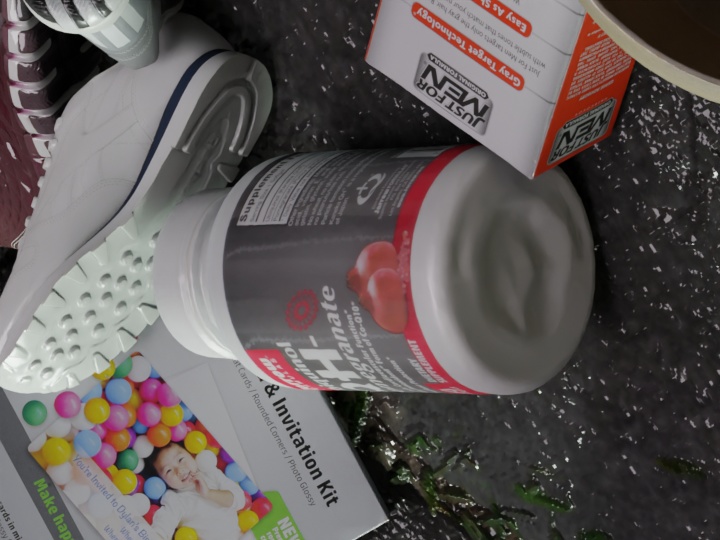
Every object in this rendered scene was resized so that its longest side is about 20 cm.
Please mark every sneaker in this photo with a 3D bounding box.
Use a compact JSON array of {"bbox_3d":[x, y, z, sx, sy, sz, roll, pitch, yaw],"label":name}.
[{"bbox_3d":[-0.135,-0.181,1.396,0.075,0.115,0.201,-19,64,13],"label":"sneaker"},{"bbox_3d":[-0.125,-0.032,1.413,0.080,0.076,0.200,33,87,31],"label":"sneaker"},{"bbox_3d":[-0.189,-0.093,1.476,0.115,0.076,0.201,5,116,25],"label":"sneaker"}]

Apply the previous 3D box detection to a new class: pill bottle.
[{"bbox_3d":[0.000,0.000,1.334,0.199,0.111,0.111,-1,111,45],"label":"pill bottle"}]

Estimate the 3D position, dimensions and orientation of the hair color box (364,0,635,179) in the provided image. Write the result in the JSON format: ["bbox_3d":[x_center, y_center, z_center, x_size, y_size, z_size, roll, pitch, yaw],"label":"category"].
[{"bbox_3d":[0.076,-0.150,1.213,0.101,0.061,0.201,37,132,24],"label":"hair color box"}]

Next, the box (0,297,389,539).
[{"bbox_3d":[-0.108,0.103,1.451,0.156,0.199,0.041,62,180,-1],"label":"box"}]

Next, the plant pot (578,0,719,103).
[{"bbox_3d":[0.158,-0.143,1.067,0.201,0.200,0.134,51,176,10],"label":"plant pot"}]
